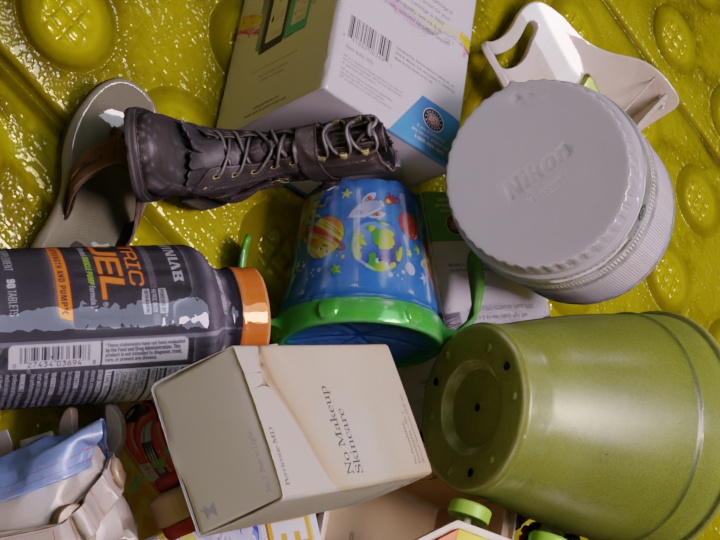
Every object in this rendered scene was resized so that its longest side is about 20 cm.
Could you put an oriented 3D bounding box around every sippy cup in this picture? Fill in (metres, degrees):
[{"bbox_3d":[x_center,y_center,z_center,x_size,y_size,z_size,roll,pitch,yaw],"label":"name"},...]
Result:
[{"bbox_3d":[0.000,0.000,1.137,0.177,0.139,0.131,18,63,-40],"label":"sippy cup"}]

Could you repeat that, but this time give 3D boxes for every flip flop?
[{"bbox_3d":[-0.189,-0.051,1.026,0.081,0.057,0.201,33,59,-27],"label":"flip flop"}]

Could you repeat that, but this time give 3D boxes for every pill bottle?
[{"bbox_3d":[-0.163,0.036,0.950,0.199,0.106,0.107,-2,78,-24],"label":"pill bottle"}]

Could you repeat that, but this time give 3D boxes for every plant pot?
[{"bbox_3d":[0.158,0.118,1.113,0.192,0.200,0.202,11,70,-33],"label":"plant pot"}]

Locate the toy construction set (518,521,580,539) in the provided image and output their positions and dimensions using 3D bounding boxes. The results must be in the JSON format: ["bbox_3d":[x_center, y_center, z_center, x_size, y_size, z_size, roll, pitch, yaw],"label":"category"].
[{"bbox_3d":[0.147,0.291,1.175,0.092,0.201,0.131,25,44,17],"label":"toy construction set"}]

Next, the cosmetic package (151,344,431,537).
[{"bbox_3d":[-0.040,0.108,0.943,0.200,0.073,0.104,4,63,-62],"label":"cosmetic package"}]

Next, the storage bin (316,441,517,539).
[{"bbox_3d":[0.013,0.238,1.106,0.200,0.093,0.199,31,57,-34],"label":"storage bin"}]

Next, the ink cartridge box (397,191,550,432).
[{"bbox_3d":[0.093,0.038,1.251,0.145,0.084,0.201,0,77,-44],"label":"ink cartridge box"}]

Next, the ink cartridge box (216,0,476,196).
[{"bbox_3d":[-0.008,-0.180,1.180,0.146,0.146,0.201,29,58,-34],"label":"ink cartridge box"}]

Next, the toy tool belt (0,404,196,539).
[{"bbox_3d":[-0.195,0.137,0.897,0.199,0.125,0.123,-22,84,-11],"label":"toy tool belt"}]

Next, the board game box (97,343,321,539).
[{"bbox_3d":[-0.104,0.158,0.993,0.134,0.034,0.201,-8,68,-18],"label":"board game box"}]

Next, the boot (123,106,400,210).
[{"bbox_3d":[-0.066,-0.091,1.035,0.200,0.173,0.070,10,73,-73],"label":"boot"}]

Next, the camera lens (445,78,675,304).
[{"bbox_3d":[0.164,-0.060,1.142,0.200,0.159,0.161,20,60,-69],"label":"camera lens"}]

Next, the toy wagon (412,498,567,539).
[{"bbox_3d":[0.112,0.266,1.041,0.199,0.040,0.156,22,73,-6],"label":"toy wagon"}]

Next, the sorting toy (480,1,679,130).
[{"bbox_3d":[0.198,-0.176,1.420,0.180,0.107,0.200,54,48,-8],"label":"sorting toy"}]

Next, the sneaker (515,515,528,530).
[{"bbox_3d":[0.163,0.180,1.275,0.200,0.083,0.081,-44,108,-43],"label":"sneaker"}]
